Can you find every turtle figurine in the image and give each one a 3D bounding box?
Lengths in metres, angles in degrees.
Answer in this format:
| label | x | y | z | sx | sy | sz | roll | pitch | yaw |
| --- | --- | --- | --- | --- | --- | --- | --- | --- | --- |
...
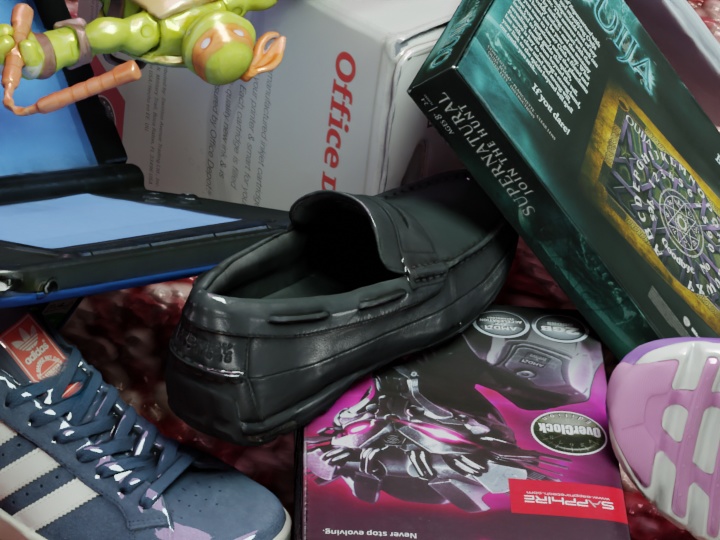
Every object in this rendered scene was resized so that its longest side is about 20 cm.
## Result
| label | x | y | z | sx | sy | sz | roll | pitch | yaw |
| --- | --- | --- | --- | --- | --- | --- | --- | --- | --- |
| turtle figurine | -0.077 | -0.120 | 1.227 | 0.200 | 0.064 | 0.161 | -25 | 46 | -20 |

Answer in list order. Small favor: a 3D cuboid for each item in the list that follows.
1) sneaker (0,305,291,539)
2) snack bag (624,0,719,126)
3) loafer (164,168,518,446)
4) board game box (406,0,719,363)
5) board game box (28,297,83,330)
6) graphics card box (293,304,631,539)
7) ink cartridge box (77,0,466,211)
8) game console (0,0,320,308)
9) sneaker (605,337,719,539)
| label | x | y | z | sx | sy | sz | roll | pitch | yaw |
| --- | --- | --- | --- | --- | --- | --- | --- | --- | --- |
| sneaker | -0.117 | 0.056 | 1.134 | 0.200 | 0.085 | 0.075 | 18 | 33 | 20 |
| snack bag | 0.076 | -0.125 | 1.360 | 0.200 | 0.189 | 0.021 | 10 | 67 | 39 |
| loafer | 0.000 | 0.000 | 1.165 | 0.068 | 0.070 | 0.200 | 23 | 35 | 29 |
| board game box | 0.108 | -0.039 | 1.236 | 0.028 | 0.200 | 0.135 | -25 | 22 | 36 |
| board game box | -0.213 | -0.057 | 1.250 | 0.135 | 0.034 | 0.200 | -11 | 66 | -35 |
| graphics card box | 0.036 | 0.082 | 1.151 | 0.125 | 0.051 | 0.200 | 4 | 30 | -2 |
| ink cartridge box | -0.032 | -0.082 | 1.319 | 0.085 | 0.146 | 0.200 | -20 | 39 | -39 |
| game console | -0.135 | -0.062 | 1.176 | 0.171 | 0.119 | 0.200 | 9 | 12 | 36 |
| sneaker | 0.183 | 0.065 | 1.169 | 0.200 | 0.081 | 0.088 | 13 | 20 | -16 |
